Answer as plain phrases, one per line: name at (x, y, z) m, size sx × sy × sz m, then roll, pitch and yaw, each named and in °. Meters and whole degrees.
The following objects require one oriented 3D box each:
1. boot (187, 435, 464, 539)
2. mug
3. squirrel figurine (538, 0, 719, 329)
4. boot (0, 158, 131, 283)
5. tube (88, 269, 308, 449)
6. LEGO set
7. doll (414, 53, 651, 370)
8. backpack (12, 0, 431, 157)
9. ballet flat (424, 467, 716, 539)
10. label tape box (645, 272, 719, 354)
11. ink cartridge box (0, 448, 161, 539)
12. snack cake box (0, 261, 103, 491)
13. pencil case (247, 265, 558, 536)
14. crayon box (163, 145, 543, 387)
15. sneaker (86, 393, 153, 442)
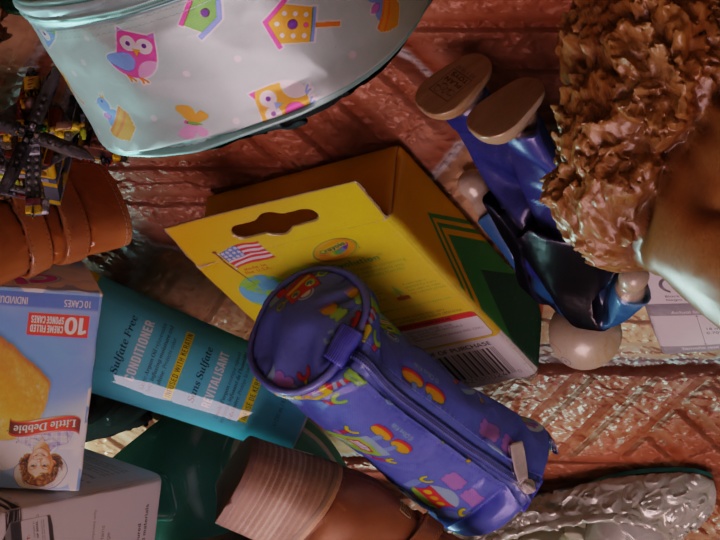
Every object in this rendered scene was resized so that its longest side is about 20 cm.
boot at (-0.036, 0.195, 1.458) m, size 0.155 × 0.074 × 0.200 m, roll 26°, pitch 125°, yaw -14°
mug at (-0.084, 0.156, 1.555) m, size 0.152 × 0.185 × 0.114 m, roll 53°, pitch 132°, yaw -1°
squirrel figurine at (0.177, -0.080, 1.171) m, size 0.200 × 0.142 × 0.187 m, roll 15°, pitch 123°, yaw 15°
boot at (-0.187, -0.011, 1.288) m, size 0.155 × 0.200 × 0.074 m, roll 0°, pitch 134°, yaw -28°
tube at (-0.124, 0.045, 1.442) m, size 0.200 × 0.077 × 0.050 m, roll 21°, pitch 172°, yaw -7°
LEGO set at (-0.201, -0.112, 1.201) m, size 0.200 × 0.154 × 0.116 m, roll 18°, pitch 160°, yaw 4°
doll at (0.092, -0.024, 1.325) m, size 0.136 × 0.048 × 0.200 m, roll 30°, pitch 157°, yaw 45°
backpack at (-0.051, -0.142, 1.086) m, size 0.176 × 0.200 × 0.153 m, roll -10°, pitch 126°, yaw 27°
ballet flat at (0.133, 0.173, 1.641) m, size 0.200 × 0.072 × 0.072 m, roll -10°, pitch 143°, yaw 22°
label tape box at (0.205, -0.038, 1.313) m, size 0.144 × 0.063 × 0.200 m, roll -5°, pitch 145°, yaw 16°
ink cartridge box at (-0.231, 0.145, 1.410) m, size 0.145 × 0.084 × 0.200 m, roll 15°, pitch -166°, yaw 37°
snack cake box at (-0.244, 0.051, 1.364) m, size 0.200 × 0.067 × 0.115 m, roll 3°, pitch 105°, yaw -16°
pencil case at (0.027, 0.076, 1.410) m, size 0.087 × 0.078 × 0.200 m, roll 15°, pitch 162°, yaw 48°
crayon box at (0.000, 0.000, 1.420) m, size 0.127 × 0.051 × 0.200 m, roll -13°, pitch 142°, yaw 28°
sneaker at (-0.172, 0.081, 1.555) m, size 0.091 × 0.076 × 0.200 m, roll -1°, pitch 169°, yaw -37°
